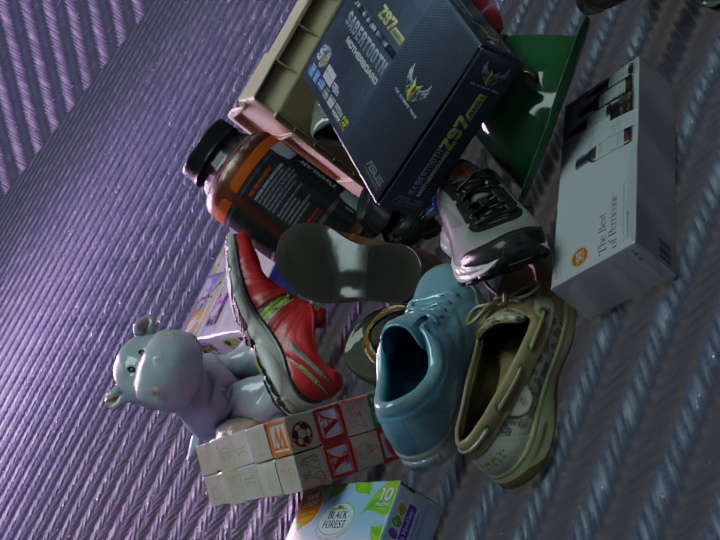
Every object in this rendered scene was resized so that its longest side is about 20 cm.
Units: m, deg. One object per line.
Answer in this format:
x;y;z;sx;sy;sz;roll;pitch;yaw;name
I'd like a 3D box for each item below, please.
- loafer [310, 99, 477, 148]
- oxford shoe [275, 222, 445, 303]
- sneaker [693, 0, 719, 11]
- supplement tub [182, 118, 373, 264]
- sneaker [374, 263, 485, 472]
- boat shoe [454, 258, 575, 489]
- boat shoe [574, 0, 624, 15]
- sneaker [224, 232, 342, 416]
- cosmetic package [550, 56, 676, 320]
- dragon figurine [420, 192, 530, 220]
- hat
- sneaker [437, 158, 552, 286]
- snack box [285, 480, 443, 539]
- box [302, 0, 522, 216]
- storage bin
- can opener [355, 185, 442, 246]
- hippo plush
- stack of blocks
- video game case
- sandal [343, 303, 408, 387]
0.047;-0.147;1.205;0.197;0.071;0.070;-2;40;18;loafer
0.000;0.000;1.156;0.198;0.071;0.072;13;95;41;oxford shoe
0.294;-0.294;1.002;0.147;0.077;0.203;-49;26;9;sneaker
-0.084;-0.070;1.265;0.108;0.199;0.107;-54;-3;-4;supplement tub
0.053;0.053;0.959;0.073;0.082;0.202;-16;39;21;sneaker
0.113;0.062;0.920;0.073;0.062;0.202;-36;31;39;boat shoe
0.225;-0.264;1.020;0.073;0.075;0.200;-15;13;34;boat shoe
-0.076;0.047;1.209;0.077;0.084;0.202;97;149;-65;sneaker
0.194;-0.066;0.942;0.082;0.050;0.202;-35;32;41;cosmetic package
0.059;-0.106;1.109;0.058;0.101;0.199;-26;35;-34;dragon figurine
0.088;-0.167;1.045;0.201;0.174;0.167;-61;-10;-53;hat
0.094;-0.041;0.979;0.073;0.080;0.200;-19;15;-4;sneaker
-0.025;0.264;0.942;0.142;0.053;0.202;-16;46;54;snack box
0.036;-0.170;1.035;0.158;0.051;0.201;-54;42;26;box
-0.014;-0.201;1.323;0.093;0.198;0.202;7;65;59;storage bin
0.059;-0.093;1.221;0.063;0.079;0.201;-24;27;38;can opener
-0.166;0.101;1.277;0.199;0.160;0.161;-3;57;61;hippo plush
-0.066;0.158;1.065;0.199;0.114;0.059;-24;81;52;stack of blocks
-0.124;0.003;1.460;0.180;0.045;0.202;-12;49;56;video game case
0.035;0.066;1.071;0.082;0.054;0.200;-59;25;-4;sandal
